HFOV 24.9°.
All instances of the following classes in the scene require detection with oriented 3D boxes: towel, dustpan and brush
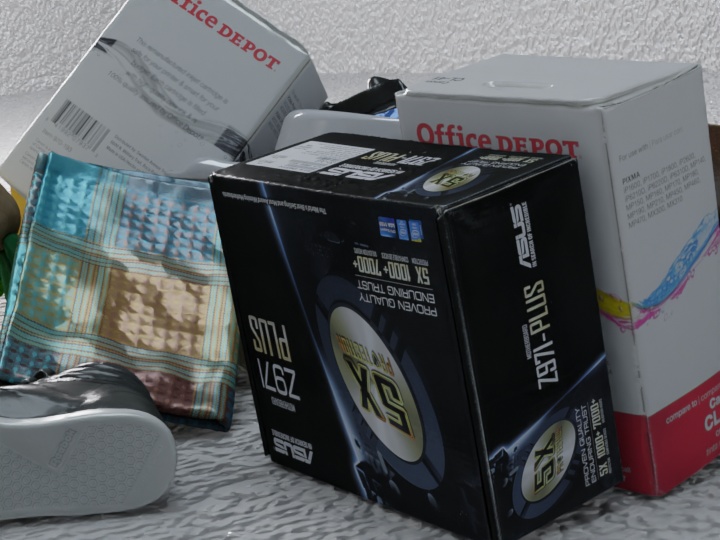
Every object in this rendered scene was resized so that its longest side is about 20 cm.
[{"bbox_3d":[-0.141,0.007,1.002,0.145,0.022,0.201,11,42,-10],"label":"towel"},{"bbox_3d":[-0.034,-0.075,1.076,0.197,0.058,0.139,8,1,14],"label":"dustpan and brush"}]

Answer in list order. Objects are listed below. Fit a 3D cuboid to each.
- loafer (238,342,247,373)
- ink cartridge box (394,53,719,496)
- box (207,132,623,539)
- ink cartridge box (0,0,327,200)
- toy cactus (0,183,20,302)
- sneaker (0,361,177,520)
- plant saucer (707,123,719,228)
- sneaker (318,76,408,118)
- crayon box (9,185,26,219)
[{"bbox_3d":[-0.008,0.039,1.006,0.198,0.077,0.068,2,7,25],"label":"loafer"},{"bbox_3d":[0.107,-0.002,0.837,0.085,0.203,0.147,-22,22,-37],"label":"ink cartridge box"},{"bbox_3d":[0.022,0.025,0.813,0.085,0.166,0.199,-21,20,-33],"label":"box"},{"bbox_3d":[-0.138,-0.099,1.170,0.145,0.201,0.083,35,-7,18],"label":"ink cartridge box"},{"bbox_3d":[-0.223,-0.008,1.089,0.102,0.166,0.200,-35,26,-15],"label":"toy cactus"},{"bbox_3d":[-0.194,0.088,0.852,0.197,0.072,0.099,1,9,-6],"label":"sneaker"},{"bbox_3d":[0.191,0.008,0.894,0.198,0.202,0.037,2,44,27],"label":"plant saucer"},{"bbox_3d":[-0.021,-0.059,1.217,0.200,0.111,0.077,-44,-18,-4],"label":"sneaker"},{"bbox_3d":[-0.163,-0.027,1.251,0.197,0.128,0.052,-1,10,10],"label":"crayon box"}]
